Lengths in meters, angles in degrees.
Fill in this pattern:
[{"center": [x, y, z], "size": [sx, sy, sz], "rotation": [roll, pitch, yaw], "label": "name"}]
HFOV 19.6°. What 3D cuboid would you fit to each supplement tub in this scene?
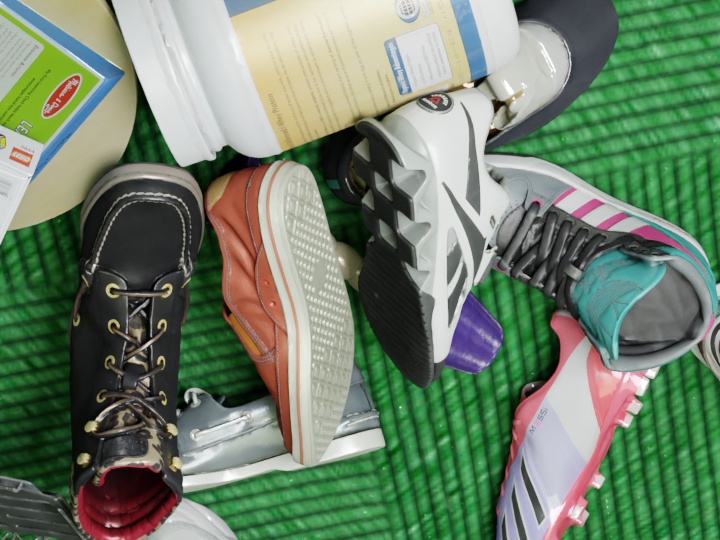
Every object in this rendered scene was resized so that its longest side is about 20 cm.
[{"center": [-0.026, -0.148, 1.145], "size": [0.199, 0.145, 0.145], "rotation": [-20, 115, 1], "label": "supplement tub"}]

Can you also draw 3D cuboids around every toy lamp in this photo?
[{"center": [0.000, 0.000, 1.263], "size": [0.199, 0.058, 0.058], "rotation": [32, 106, -20], "label": "toy lamp"}]

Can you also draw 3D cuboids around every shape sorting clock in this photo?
[{"center": [-0.220, -0.104, 1.136], "size": [0.199, 0.039, 0.201], "rotation": [3, 125, 4], "label": "shape sorting clock"}]

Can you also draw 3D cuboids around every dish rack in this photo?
[{"center": [-0.192, 0.199, 1.275], "size": [0.153, 0.055, 0.200], "rotation": [0, 135, 38], "label": "dish rack"}]

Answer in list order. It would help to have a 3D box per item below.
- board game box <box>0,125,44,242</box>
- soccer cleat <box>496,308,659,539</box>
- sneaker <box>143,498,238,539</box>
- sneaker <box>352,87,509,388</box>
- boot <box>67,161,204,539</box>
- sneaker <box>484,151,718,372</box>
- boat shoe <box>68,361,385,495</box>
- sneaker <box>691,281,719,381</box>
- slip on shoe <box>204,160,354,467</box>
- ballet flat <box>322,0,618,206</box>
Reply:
[{"center": [-0.269, -0.017, 1.160], "size": [0.126, 0.035, 0.200], "rotation": [24, 128, -11], "label": "board game box"}, {"center": [0.121, 0.118, 1.337], "size": [0.076, 0.067, 0.201], "rotation": [31, 115, 13], "label": "soccer cleat"}, {"center": [-0.062, 0.221, 1.328], "size": [0.199, 0.099, 0.078], "rotation": [22, 109, -16], "label": "sneaker"}, {"center": [0.049, -0.017, 1.184], "size": [0.088, 0.074, 0.201], "rotation": [-28, 142, -25], "label": "sneaker"}, {"center": [-0.129, 0.049, 1.179], "size": [0.073, 0.151, 0.200], "rotation": [6, 143, -17], "label": "boot"}, {"center": [0.130, 0.000, 1.245], "size": [0.199, 0.121, 0.084], "rotation": [18, 110, -14], "label": "sneaker"}, {"center": [-0.087, 0.102, 1.302], "size": [0.199, 0.073, 0.062], "rotation": [-11, 84, 1], "label": "boat shoe"}, {"center": [0.289, 0.098, 1.314], "size": [0.200, 0.115, 0.076], "rotation": [38, 104, -21], "label": "sneaker"}, {"center": [-0.046, 0.025, 1.214], "size": [0.061, 0.074, 0.201], "rotation": [4, 125, 24], "label": "slip on shoe"}, {"center": [0.066, -0.097, 1.219], "size": [0.199, 0.073, 0.073], "rotation": [-31, 114, 6], "label": "ballet flat"}]
